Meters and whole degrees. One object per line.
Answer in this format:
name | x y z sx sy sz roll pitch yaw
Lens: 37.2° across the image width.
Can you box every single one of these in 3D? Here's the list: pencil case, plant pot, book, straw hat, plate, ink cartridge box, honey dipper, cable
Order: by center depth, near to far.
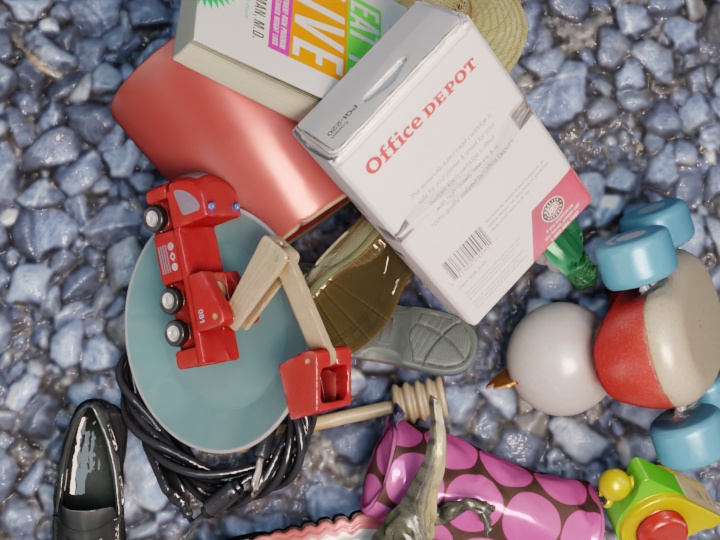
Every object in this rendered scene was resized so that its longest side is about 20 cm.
ink cartridge box | 0.065 -0.081 0.825 0.146 0.085 0.200 -45 125 -3
book | -0.048 -0.189 0.840 0.198 0.048 0.136 20 62 -34
plate | -0.116 0.047 0.878 0.197 0.025 0.204 0 90 33
pencil case | 0.102 0.187 0.896 0.197 0.094 0.092 21 112 -5
plant pot | -0.087 -0.116 0.925 0.199 0.200 0.179 -35 90 -6
cable | -0.128 0.104 0.925 0.162 0.051 0.202 -32 69 12
honey dipper | -0.021 0.130 0.946 0.196 0.038 0.039 -11 78 2
straw hat | 0.054 -0.242 0.964 0.197 0.086 0.204 -2 59 4

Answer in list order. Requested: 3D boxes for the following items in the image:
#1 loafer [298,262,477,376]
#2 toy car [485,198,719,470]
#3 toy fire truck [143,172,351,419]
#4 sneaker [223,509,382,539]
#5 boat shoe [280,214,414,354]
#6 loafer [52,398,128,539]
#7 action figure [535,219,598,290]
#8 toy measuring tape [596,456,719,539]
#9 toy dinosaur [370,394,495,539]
loafer | 0.006 0.052 0.949 0.197 0.063 0.073 19 74 8
toy car | 0.199 0.063 0.912 0.197 0.177 0.187 -15 100 29
toy fire truck | -0.088 0.016 0.815 0.139 0.048 0.204 -15 83 32
sneaker | -0.063 0.261 0.899 0.196 0.074 0.088 -12 80 -1
boat shoe | -0.001 -0.002 0.906 0.202 0.063 0.073 -52 122 -10
loafer | -0.234 0.212 0.913 0.067 0.070 0.205 1 79 2
action figure | 0.139 -0.056 0.958 0.200 0.055 0.118 43 41 -5
toy measuring tape | 0.267 0.212 0.892 0.198 0.073 0.075 27 78 -26
toy dinosaur | 0.054 0.202 0.831 0.087 0.048 0.203 23 109 0
